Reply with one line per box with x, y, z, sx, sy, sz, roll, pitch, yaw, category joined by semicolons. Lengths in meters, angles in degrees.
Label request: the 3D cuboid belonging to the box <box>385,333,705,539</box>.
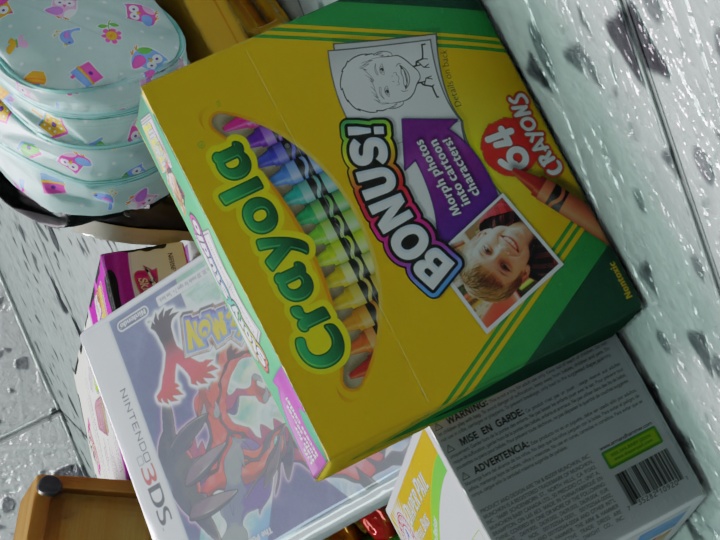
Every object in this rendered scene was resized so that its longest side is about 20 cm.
0.090;0.122;1.365;0.102;0.112;0.200;61;167;15;box

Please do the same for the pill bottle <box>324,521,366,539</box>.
-0.003;0.147;1.763;0.113;0.112;0.201;46;157;53;pill bottle

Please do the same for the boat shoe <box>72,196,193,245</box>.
-0.112;-0.053;1.769;0.072;0.199;0.063;14;100;37;boat shoe

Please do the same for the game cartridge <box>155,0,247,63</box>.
-0.088;-0.110;1.652;0.177;0.032;0.200;61;165;14;game cartridge

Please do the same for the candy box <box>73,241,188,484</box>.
-0.144;0.086;1.769;0.200;0.061;0.137;116;143;-63;candy box

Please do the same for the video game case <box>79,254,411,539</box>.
-0.063;0.075;1.519;0.023;0.200;0.183;2;-119;-55;video game case

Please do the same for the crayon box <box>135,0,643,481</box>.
0.011;-0.028;1.261;0.201;0.172;0.058;62;163;10;crayon box

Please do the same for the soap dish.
-0.154;0.220;1.672;0.082;0.156;0.201;96;179;-46;soap dish

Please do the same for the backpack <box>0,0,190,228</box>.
-0.185;-0.121;1.587;0.200;0.166;0.127;48;154;34;backpack

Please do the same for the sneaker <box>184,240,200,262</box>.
-0.070;0.011;1.782;0.200;0.099;0.075;-111;14;-72;sneaker

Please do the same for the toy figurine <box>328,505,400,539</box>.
-0.009;0.078;1.554;0.185;0.150;0.200;57;155;-2;toy figurine

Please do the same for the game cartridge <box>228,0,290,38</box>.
-0.086;-0.143;1.735;0.177;0.032;0.201;55;162;37;game cartridge
